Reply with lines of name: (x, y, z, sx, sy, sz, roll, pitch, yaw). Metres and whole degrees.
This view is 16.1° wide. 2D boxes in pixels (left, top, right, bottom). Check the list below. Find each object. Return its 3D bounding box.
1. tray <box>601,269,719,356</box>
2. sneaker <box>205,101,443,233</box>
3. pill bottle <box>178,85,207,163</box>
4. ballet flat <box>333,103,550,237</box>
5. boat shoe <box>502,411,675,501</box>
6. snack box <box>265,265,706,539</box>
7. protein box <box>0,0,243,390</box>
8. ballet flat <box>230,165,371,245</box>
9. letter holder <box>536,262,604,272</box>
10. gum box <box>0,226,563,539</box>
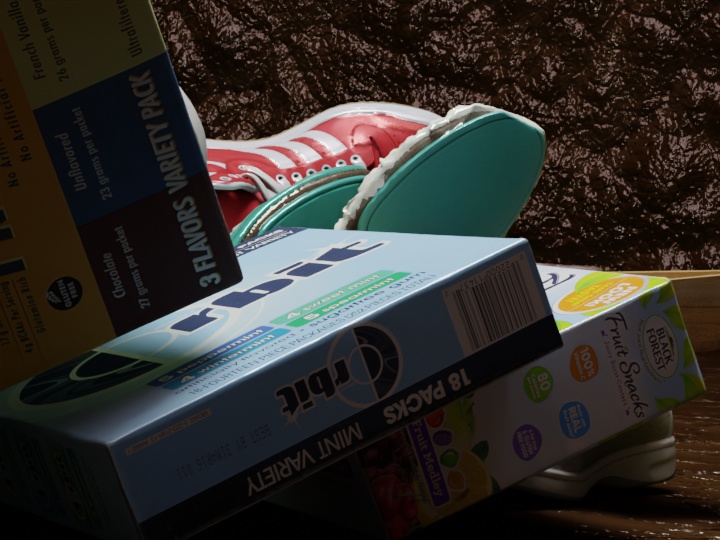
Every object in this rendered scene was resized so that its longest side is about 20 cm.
tray: (0.094, 0.021, 1.159, 0.098, 0.037, 0.200, -4, 2, -31)
sneaker: (-0.035, -0.035, 1.320, 0.199, 0.072, 0.113, -9, 21, -9)
pill bottle: (-0.139, -0.009, 1.140, 0.114, 0.115, 0.200, 4, 33, 5)
ballet flat: (0.000, 0.000, 1.139, 0.072, 0.200, 0.072, 40, -5, 4)
boat shoe: (0.083, 0.066, 1.137, 0.074, 0.065, 0.201, 4, 1, 35)
snack box: (0.023, 0.045, 1.006, 0.142, 0.053, 0.200, -25, 13, -21)
protein box: (-0.177, -0.050, 0.887, 0.198, 0.136, 0.200, -24, 30, -11)
ballet flat: (-0.061, 0.015, 1.210, 0.070, 0.068, 0.200, -2, 35, 43)
letter holder: (0.029, 0.043, 1.428, 0.199, 0.101, 0.142, 4, -1, 1)
gum box: (-0.050, 0.036, 0.925, 0.169, 0.045, 0.200, -26, 13, -24)
